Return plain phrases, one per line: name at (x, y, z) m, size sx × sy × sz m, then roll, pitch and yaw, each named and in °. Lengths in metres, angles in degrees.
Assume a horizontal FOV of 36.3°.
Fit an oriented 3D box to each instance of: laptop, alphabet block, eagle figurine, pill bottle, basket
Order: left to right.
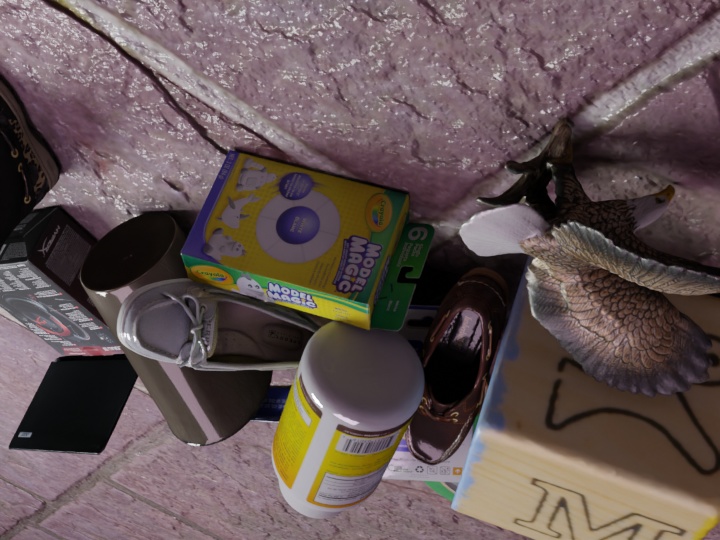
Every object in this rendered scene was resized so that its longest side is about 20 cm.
laptop at (-0.289, 0.150, 1.311) m, size 0.175 × 0.105 × 0.199 m, roll -4°, pitch 179°, yaw 37°
basket at (-0.193, 0.051, 1.145) m, size 0.134 × 0.182 × 0.201 m, roll -22°, pitch 126°, yaw 8°
pill bottle at (-0.018, 0.141, 0.980) m, size 0.108 × 0.110 × 0.201 m, roll 22°, pitch 138°, yaw 0°
alphabet block at (0.206, 0.124, 0.948) m, size 0.197 × 0.198 × 0.197 m, roll 18°, pitch 152°, yaw 8°
eagle figurine at (0.185, -0.008, 0.794) m, size 0.151 × 0.201 × 0.151 m, roll -41°, pitch 159°, yaw 17°

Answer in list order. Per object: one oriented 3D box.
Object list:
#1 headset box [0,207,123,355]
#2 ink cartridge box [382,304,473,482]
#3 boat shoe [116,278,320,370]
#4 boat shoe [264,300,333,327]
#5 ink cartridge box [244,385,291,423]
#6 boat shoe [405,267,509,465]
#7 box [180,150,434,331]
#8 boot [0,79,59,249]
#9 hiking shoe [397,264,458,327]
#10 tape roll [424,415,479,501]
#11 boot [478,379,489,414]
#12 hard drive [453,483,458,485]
headset box at (-0.339, 0.025, 1.263) m, size 0.147 × 0.076 × 0.200 m, roll -5°, pitch 140°, yaw 39°
ink cartridge box at (0.061, 0.112, 1.029) m, size 0.093 × 0.037 × 0.203 m, roll 2°, pitch 122°, yaw 4°
boat shoe at (-0.115, 0.053, 0.965) m, size 0.200 × 0.076 × 0.064 m, roll 13°, pitch 178°, yaw -35°
boat shoe at (-0.062, 0.017, 1.081) m, size 0.198 × 0.061 × 0.074 m, roll 30°, pitch 149°, yaw -13°
ink cartridge box at (-0.057, 0.149, 1.223) m, size 0.195 × 0.048 × 0.199 m, roll -3°, pitch 169°, yaw 39°
boat shoe at (0.075, 0.095, 0.957) m, size 0.069 × 0.071 × 0.203 m, roll 17°, pitch 121°, yaw 9°
box at (-0.042, -0.025, 0.945) m, size 0.197 × 0.119 × 0.049 m, roll 15°, pitch 151°, yaw 10°
boot at (-0.371, -0.094, 1.017) m, size 0.072 × 0.152 × 0.201 m, roll 7°, pitch 147°, yaw 23°
hiking shoe at (0.000, 0.000, 1.015) m, size 0.197 × 0.075 × 0.087 m, roll 16°, pitch 146°, yaw -11°
tape roll at (0.162, 0.233, 1.294) m, size 0.197 × 0.049 × 0.202 m, roll 17°, pitch 150°, yaw 10°
boot at (0.092, 0.120, 1.134) m, size 0.072 × 0.076 × 0.201 m, roll 10°, pitch 150°, yaw 14°
hard drive at (0.201, 0.236, 1.193) m, size 0.198 × 0.033 × 0.140 m, roll 29°, pitch 145°, yaw -12°
